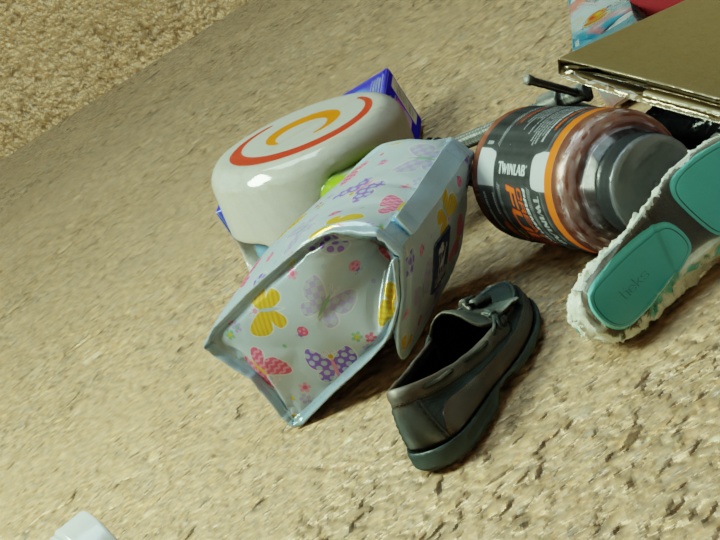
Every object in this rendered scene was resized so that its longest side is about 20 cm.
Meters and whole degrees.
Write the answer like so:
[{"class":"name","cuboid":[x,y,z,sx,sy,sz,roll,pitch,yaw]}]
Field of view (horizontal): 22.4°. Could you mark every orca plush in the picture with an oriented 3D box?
[{"class":"orca plush","cuboid":[0.252,-0.127,1.386,0.105,0.071,0.200,-32,17,6]}]

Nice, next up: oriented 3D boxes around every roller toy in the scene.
[{"class":"roller toy","cuboid":[-0.028,-0.063,1.617,0.182,0.140,0.200,-15,20,21]}]

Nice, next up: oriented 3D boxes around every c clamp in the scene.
[{"class":"c clamp","cuboid":[0.126,-0.113,1.490,0.170,0.027,0.200,9,-23,-40]}]

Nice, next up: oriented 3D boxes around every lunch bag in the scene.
[{"class":"lunch bag","cuboid":[0.000,0.000,1.390,0.200,0.127,0.170,-45,7,35]}]

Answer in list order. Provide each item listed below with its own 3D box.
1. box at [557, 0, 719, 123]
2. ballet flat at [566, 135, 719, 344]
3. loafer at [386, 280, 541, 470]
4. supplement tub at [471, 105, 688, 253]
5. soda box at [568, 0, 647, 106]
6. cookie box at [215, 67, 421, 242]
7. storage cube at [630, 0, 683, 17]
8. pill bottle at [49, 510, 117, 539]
[{"class":"box","cuboid":[0.275,-0.169,1.371,0.200,0.021,0.163,-27,32,-32]},{"class":"ballet flat","cuboid":[0.207,-0.024,1.203,0.200,0.072,0.072,-39,17,-16]},{"class":"loafer","cuboid":[0.071,0.054,1.237,0.072,0.063,0.200,-23,20,31]},{"class":"supplement tub","cuboid":[0.165,-0.067,1.323,0.107,0.107,0.200,-38,16,-13]},{"class":"soda box","cuboid":[0.234,-0.215,1.663,0.063,0.069,0.200,-30,16,15]},{"class":"cookie box","cuboid":[-0.040,-0.108,1.877,0.200,0.075,0.171,-29,18,14]},{"class":"storage cube","cuboid":[0.293,-0.342,1.587,0.200,0.180,0.171,-40,15,41]},{"class":"pill bottle","cuboid":[-0.229,0.252,1.173,0.200,0.112,0.112,-39,17,-20]}]
